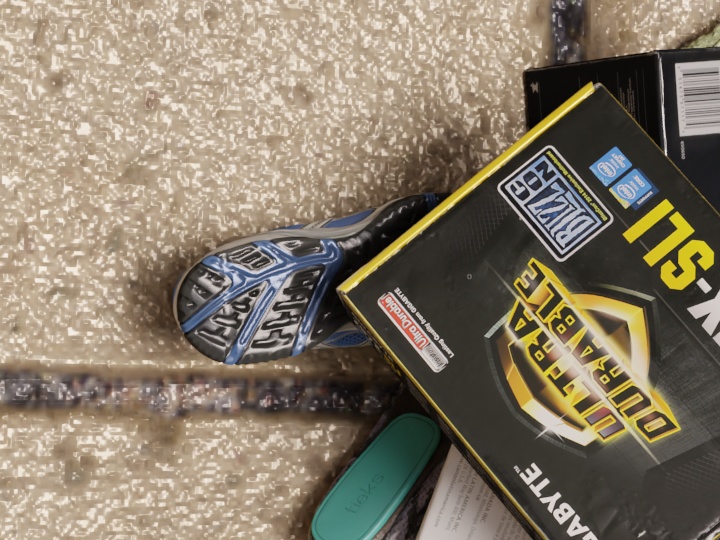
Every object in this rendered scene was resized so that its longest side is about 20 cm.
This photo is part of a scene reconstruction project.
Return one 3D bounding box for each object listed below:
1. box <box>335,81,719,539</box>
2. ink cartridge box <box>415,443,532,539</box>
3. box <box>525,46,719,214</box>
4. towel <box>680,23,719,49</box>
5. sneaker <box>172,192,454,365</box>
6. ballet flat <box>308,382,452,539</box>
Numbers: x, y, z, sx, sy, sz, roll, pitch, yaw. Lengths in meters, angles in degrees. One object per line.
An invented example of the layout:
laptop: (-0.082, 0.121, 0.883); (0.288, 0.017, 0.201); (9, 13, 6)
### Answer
box: (0.112, 0.038, 1.084); (0.159, 0.049, 0.200); (-38, 73, -6)
ink cartridge box: (0.127, 0.141, 1.125); (0.199, 0.050, 0.162); (23, 96, 11)
box: (0.154, -0.009, 1.206); (0.078, 0.141, 0.202); (-6, 94, -26)
towel: (0.275, -0.108, 1.312); (0.200, 0.036, 0.149); (-37, 105, -18)
sneaker: (0.000, 0.000, 1.166); (0.199, 0.077, 0.076); (-4, 95, -17)
ballet flat: (0.049, 0.080, 1.211); (0.072, 0.072, 0.201); (42, 76, -18)
